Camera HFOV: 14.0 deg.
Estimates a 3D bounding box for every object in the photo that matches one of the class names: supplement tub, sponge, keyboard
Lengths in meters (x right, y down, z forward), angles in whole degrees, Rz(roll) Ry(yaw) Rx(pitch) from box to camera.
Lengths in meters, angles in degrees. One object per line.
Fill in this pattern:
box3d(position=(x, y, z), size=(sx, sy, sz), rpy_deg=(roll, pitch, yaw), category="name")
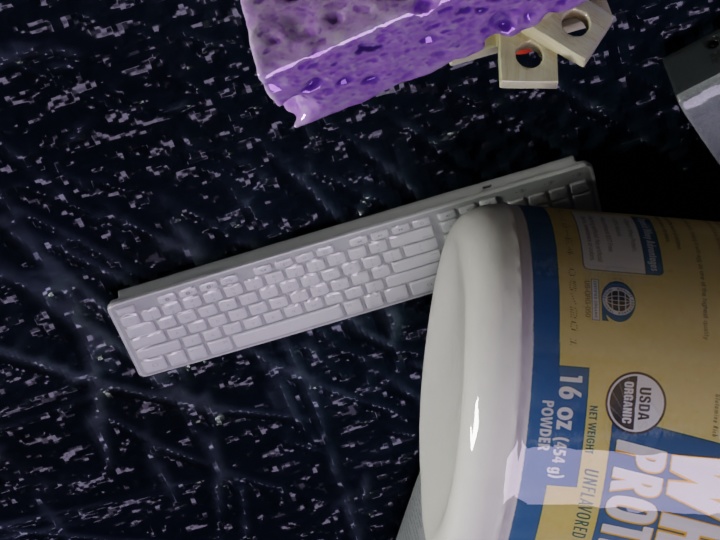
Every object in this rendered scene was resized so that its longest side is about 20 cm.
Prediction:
box3d(position=(0.129, 0.052, 1.132), size=(0.199, 0.145, 0.145), rpy_deg=(4, 138, -6), category="supplement tub")
box3d(position=(0.007, -0.143, 0.859), size=(0.111, 0.201, 0.030), rpy_deg=(-23, 142, 12), category="sponge")
box3d(position=(0.000, 0.000, 1.173), size=(0.199, 0.011, 0.056), rpy_deg=(-16, 140, 2), category="keyboard")

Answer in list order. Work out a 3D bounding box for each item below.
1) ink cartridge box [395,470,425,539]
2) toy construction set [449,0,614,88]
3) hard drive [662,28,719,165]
box3d(position=(0.120, 0.105, 1.307), size=(0.198, 0.041, 0.201), rpy_deg=(1, 139, -18), category="ink cartridge box")
box3d(position=(0.029, -0.133, 0.975), size=(0.131, 0.092, 0.200), rpy_deg=(-33, 151, -16), category="toy construction set")
box3d(position=(0.233, -0.081, 1.132), size=(0.199, 0.033, 0.140), rpy_deg=(-27, 139, 14), category="hard drive")
